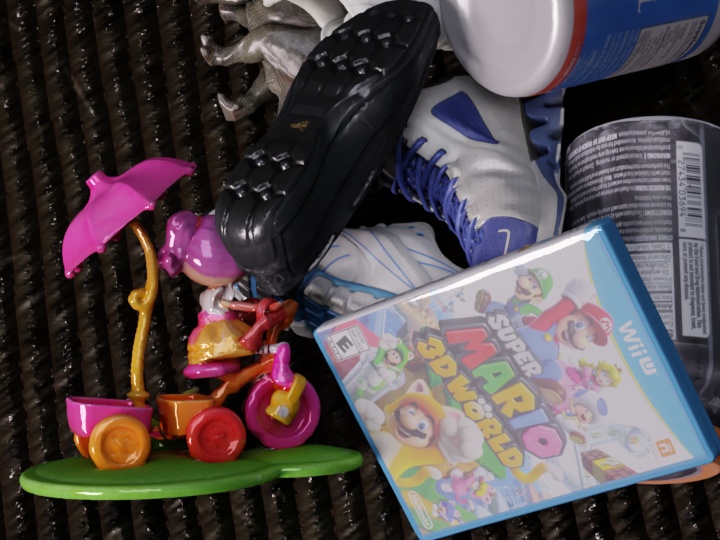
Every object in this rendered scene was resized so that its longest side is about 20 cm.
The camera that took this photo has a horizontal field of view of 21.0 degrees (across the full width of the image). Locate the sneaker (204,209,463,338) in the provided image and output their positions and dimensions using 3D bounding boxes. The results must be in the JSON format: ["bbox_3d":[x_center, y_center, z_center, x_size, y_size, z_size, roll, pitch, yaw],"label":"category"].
[{"bbox_3d":[0.000,0.000,1.179,0.200,0.075,0.087,24,60,12],"label":"sneaker"}]

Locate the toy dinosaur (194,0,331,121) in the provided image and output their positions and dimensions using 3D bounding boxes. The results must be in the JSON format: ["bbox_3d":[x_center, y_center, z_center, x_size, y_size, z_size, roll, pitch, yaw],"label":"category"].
[{"bbox_3d":[-0.046,-0.150,1.226,0.102,0.077,0.200,-10,65,16],"label":"toy dinosaur"}]

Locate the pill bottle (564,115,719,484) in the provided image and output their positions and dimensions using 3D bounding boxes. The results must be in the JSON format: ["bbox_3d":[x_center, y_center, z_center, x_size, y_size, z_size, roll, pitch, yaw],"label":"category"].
[{"bbox_3d":[0.172,0.020,1.125,0.106,0.106,0.200,-1,72,6],"label":"pill bottle"}]

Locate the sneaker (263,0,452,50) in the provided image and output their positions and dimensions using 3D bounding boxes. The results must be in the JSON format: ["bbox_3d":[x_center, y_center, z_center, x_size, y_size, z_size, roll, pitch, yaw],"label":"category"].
[{"bbox_3d":[0.027,-0.159,1.199,0.200,0.075,0.100,23,75,-17],"label":"sneaker"}]

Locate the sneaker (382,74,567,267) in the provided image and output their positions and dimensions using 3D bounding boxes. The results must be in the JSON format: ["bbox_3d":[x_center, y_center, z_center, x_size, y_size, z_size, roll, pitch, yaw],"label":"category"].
[{"bbox_3d":[0.063,-0.048,1.153,0.115,0.081,0.200,3,47,2],"label":"sneaker"}]

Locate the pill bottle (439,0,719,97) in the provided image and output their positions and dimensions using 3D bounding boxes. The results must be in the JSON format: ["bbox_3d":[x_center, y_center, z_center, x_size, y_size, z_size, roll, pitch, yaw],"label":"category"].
[{"bbox_3d":[0.155,-0.174,1.159,0.200,0.112,0.112,-17,66,-35],"label":"pill bottle"}]

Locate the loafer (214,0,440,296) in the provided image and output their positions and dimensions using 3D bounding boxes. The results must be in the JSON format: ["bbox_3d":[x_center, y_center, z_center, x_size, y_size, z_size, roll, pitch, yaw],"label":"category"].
[{"bbox_3d":[-0.013,-0.074,1.110,0.068,0.070,0.201,13,57,35],"label":"loafer"}]

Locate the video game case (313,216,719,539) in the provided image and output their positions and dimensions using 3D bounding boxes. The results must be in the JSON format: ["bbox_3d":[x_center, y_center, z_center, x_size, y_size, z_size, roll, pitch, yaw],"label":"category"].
[{"bbox_3d":[0.083,0.065,1.075,0.200,0.018,0.143,-21,100,34],"label":"video game case"}]

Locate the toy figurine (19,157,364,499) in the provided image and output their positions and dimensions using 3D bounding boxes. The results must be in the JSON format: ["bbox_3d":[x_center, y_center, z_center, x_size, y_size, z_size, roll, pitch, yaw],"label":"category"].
[{"bbox_3d":[-0.097,0.027,1.108,0.200,0.150,0.185,-2,92,-17],"label":"toy figurine"}]
